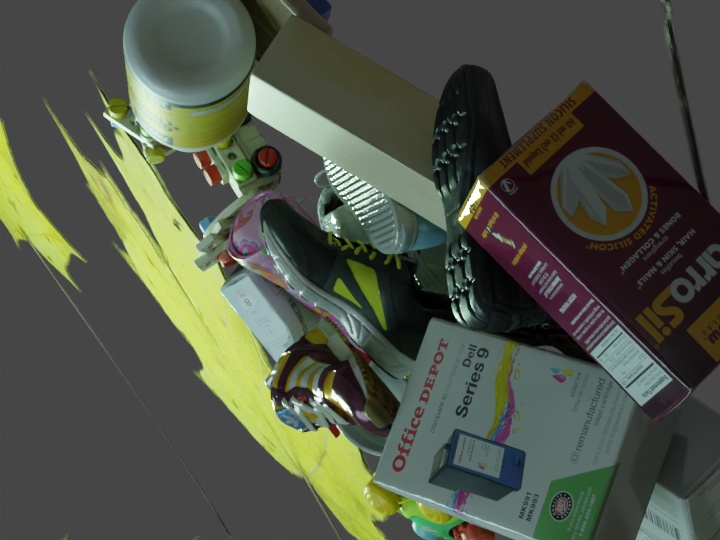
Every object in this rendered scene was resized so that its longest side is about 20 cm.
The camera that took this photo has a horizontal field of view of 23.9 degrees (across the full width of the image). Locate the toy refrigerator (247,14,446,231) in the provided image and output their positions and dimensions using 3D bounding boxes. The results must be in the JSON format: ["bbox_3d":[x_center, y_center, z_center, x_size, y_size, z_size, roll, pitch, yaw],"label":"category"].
[{"bbox_3d":[0.013,-0.116,1.340,0.199,0.070,0.076,31,162,5],"label":"toy refrigerator"}]

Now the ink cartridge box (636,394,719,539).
[{"bbox_3d":[0.253,0.181,1.425,0.146,0.086,0.200,36,160,37],"label":"ink cartridge box"}]

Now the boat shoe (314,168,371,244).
[{"bbox_3d":[-0.010,-0.056,1.554,0.202,0.074,0.087,-80,-30,-81],"label":"boat shoe"}]

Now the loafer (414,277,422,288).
[{"bbox_3d":[0.092,0.041,1.558,0.200,0.072,0.063,37,160,10],"label":"loafer"}]

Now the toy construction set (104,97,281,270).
[{"bbox_3d":[-0.156,-0.106,1.697,0.201,0.131,0.092,62,166,3],"label":"toy construction set"}]

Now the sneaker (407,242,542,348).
[{"bbox_3d":[0.094,0.005,1.495,0.201,0.080,0.074,60,-165,11],"label":"sneaker"}]

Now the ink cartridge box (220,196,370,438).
[{"bbox_3d":[-0.043,0.046,1.755,0.057,0.163,0.200,-32,105,34],"label":"ink cartridge box"}]

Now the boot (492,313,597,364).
[{"bbox_3d":[0.131,-0.006,1.346,0.200,0.073,0.151,23,151,47],"label":"boot"}]

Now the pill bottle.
[{"bbox_3d":[-0.149,-0.170,1.489,0.112,0.112,0.200,47,167,6],"label":"pill bottle"}]

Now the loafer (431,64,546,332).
[{"bbox_3d":[0.096,-0.052,1.239,0.068,0.070,0.202,142,126,-62],"label":"loafer"}]

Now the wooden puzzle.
[{"bbox_3d":[-0.088,-0.239,1.443,0.185,0.046,0.200,47,168,8],"label":"wooden puzzle"}]

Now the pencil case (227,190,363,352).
[{"bbox_3d":[-0.037,0.001,1.674,0.200,0.088,0.087,36,172,-33],"label":"pencil case"}]

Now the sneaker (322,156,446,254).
[{"bbox_3d":[0.026,-0.085,1.446,0.074,0.081,0.201,111,146,-40],"label":"sneaker"}]

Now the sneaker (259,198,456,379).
[{"bbox_3d":[0.000,0.000,1.431,0.200,0.085,0.075,43,-163,-19],"label":"sneaker"}]

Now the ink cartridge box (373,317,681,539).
[{"bbox_3d":[0.129,0.136,1.336,0.199,0.146,0.087,16,171,36],"label":"ink cartridge box"}]

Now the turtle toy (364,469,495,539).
[{"bbox_3d":[0.108,0.189,1.507,0.199,0.146,0.101,0,128,53],"label":"turtle toy"}]

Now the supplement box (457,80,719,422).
[{"bbox_3d":[0.177,-0.012,1.154,0.200,0.110,0.086,46,162,9],"label":"supplement box"}]

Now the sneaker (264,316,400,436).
[{"bbox_3d":[-0.026,0.110,1.442,0.075,0.090,0.200,50,179,-19],"label":"sneaker"}]

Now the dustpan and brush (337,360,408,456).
[{"bbox_3d":[0.057,0.126,1.472,0.200,0.140,0.057,44,-167,36],"label":"dustpan and brush"}]
